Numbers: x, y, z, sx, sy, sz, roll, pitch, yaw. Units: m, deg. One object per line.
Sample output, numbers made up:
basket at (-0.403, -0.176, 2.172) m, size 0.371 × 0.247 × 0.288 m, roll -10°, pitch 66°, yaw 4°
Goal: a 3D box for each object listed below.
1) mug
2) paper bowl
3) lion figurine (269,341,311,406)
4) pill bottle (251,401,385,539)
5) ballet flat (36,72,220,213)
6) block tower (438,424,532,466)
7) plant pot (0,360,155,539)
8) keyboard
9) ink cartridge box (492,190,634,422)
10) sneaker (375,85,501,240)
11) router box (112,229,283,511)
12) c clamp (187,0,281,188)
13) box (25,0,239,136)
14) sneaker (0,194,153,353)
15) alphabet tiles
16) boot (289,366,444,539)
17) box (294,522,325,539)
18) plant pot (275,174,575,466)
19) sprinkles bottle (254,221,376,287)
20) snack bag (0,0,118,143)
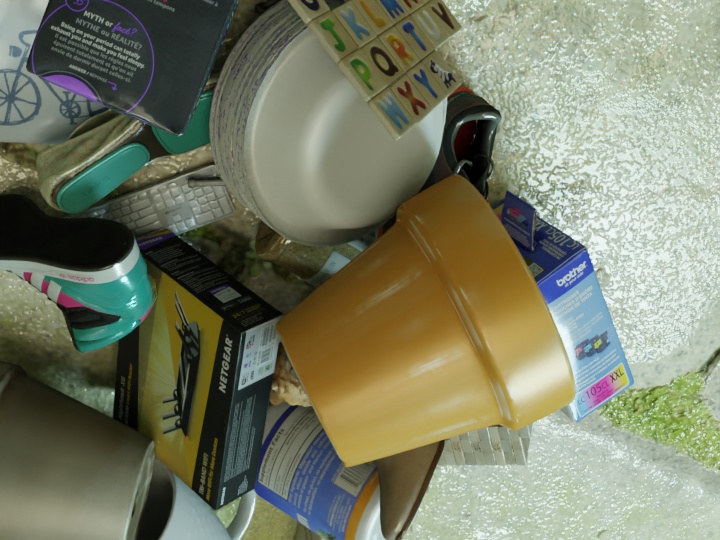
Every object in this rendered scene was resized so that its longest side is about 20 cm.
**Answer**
mug at (-0.184, 0.275, 1.170) m, size 0.200 × 0.147 × 0.176 m, roll -49°, pitch 132°, yaw -16°
paper bowl at (-0.014, -0.116, 0.928) m, size 0.199 × 0.104 × 0.203 m, roll -19°, pitch 125°, yaw -28°
lion figurine at (0.003, 0.088, 1.092) m, size 0.198 × 0.123 × 0.073 m, roll 7°, pitch 120°, yaw -17°
pill bottle at (-0.044, 0.180, 1.095) m, size 0.112 × 0.199 × 0.113 m, roll -42°, pitch 147°, yaw -36°
ballet flat at (-0.176, -0.120, 0.939) m, size 0.199 × 0.063 × 0.068 m, roll -29°, pitch 149°, yaw -5°
block tower at (0.075, 0.157, 1.148) m, size 0.198 × 0.054 × 0.058 m, roll -4°, pitch 126°, yaw 19°
plant pot at (-0.281, 0.192, 1.031) m, size 0.171 × 0.201 × 0.202 m, roll 13°, pitch 119°, yaw -3°
keyboard at (-0.213, -0.040, 1.036) m, size 0.198 × 0.011 × 0.057 m, roll -20°, pitch 123°, yaw 1°
ink cartridge box at (0.164, 0.024, 1.073) m, size 0.076 × 0.136 × 0.201 m, roll -34°, pitch 124°, yaw -9°
sneaker at (0.071, -0.060, 1.010) m, size 0.076 × 0.082 × 0.202 m, roll 8°, pitch 102°, yaw -29°
router box at (-0.151, 0.089, 1.039) m, size 0.052 × 0.157 × 0.202 m, roll -22°, pitch 135°, yaw -43°
c clamp at (-0.054, -0.155, 0.985) m, size 0.169 × 0.027 × 0.202 m, roll 1°, pitch 120°, yaw -17°
box at (-0.148, -0.213, 0.841) m, size 0.121 × 0.106 × 0.202 m, roll 22°, pitch 94°, yaw -11°
sneaker at (-0.252, 0.006, 0.984) m, size 0.198 × 0.084 × 0.122 m, roll 14°, pitch 141°, yaw 29°
alphabet tiles at (0.014, -0.197, 0.868) m, size 0.008 × 0.200 × 0.168 m, roll -35°, pitch 97°, yaw 35°
boot at (0.005, 0.116, 0.999) m, size 0.145 × 0.201 × 0.070 m, roll 30°, pitch 142°, yaw -7°
box at (-0.020, 0.283, 1.226) m, size 0.077 × 0.095 × 0.202 m, roll 7°, pitch 118°, yaw -15°
plant pot at (0.040, 0.056, 0.906) m, size 0.182 × 0.200 × 0.201 m, roll -27°, pitch 123°, yaw -4°
sprinkles bottle at (0.000, 0.000, 1.071) m, size 0.199 × 0.068 × 0.068 m, roll 29°, pitch 112°, yaw -25°
snack bag at (-0.229, -0.193, 0.933) m, size 0.186 × 0.021 × 0.202 m, roll 0°, pitch 121°, yaw -12°
